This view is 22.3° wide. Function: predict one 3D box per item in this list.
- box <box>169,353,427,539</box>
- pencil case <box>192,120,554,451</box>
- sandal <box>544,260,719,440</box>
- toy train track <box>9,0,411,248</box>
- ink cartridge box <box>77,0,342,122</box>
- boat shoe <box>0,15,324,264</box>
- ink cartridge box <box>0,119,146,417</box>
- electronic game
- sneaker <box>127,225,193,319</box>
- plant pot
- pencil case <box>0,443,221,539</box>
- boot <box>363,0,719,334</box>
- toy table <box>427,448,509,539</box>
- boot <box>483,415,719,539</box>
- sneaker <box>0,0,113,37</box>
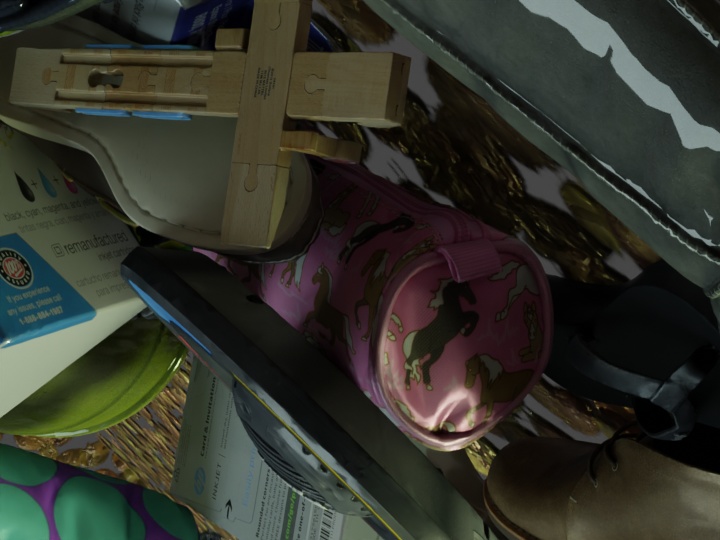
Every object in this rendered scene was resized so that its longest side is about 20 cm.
[{"bbox_3d":[-0.029,0.059,0.897,0.041,0.157,0.200,9,-177,-29],"label":"box"},{"bbox_3d":[0.000,0.000,0.737,0.087,0.083,0.200,50,172,-31],"label":"pencil case"},{"bbox_3d":[0.103,0.038,0.679,0.076,0.043,0.200,47,166,-11],"label":"sandal"},{"bbox_3d":[-0.056,-0.068,0.683,0.199,0.116,0.032,7,178,40],"label":"toy train track"},{"bbox_3d":[-0.105,-0.125,0.796,0.200,0.041,0.200,44,166,0],"label":"ink cartridge box"},{"bbox_3d":[-0.080,-0.049,0.748,0.199,0.072,0.060,27,169,40],"label":"boat shoe"},{"bbox_3d":[-0.217,-0.028,0.807,0.201,0.144,0.147,57,-158,5],"label":"ink cartridge box"},{"bbox_3d":[-0.018,0.064,0.706,0.200,0.042,0.200,43,173,7],"label":"electronic game"},{"bbox_3d":[-0.123,-0.054,0.933,0.085,0.078,0.201,9,-134,-55],"label":"sneaker"},{"bbox_3d":[-0.211,0.003,0.991,0.200,0.201,0.193,41,-167,11],"label":"plant pot"},{"bbox_3d":[-0.176,0.135,0.915,0.199,0.085,0.093,20,-150,-25],"label":"pencil case"},{"bbox_3d":[0.073,-0.032,0.510,0.199,0.073,0.182,33,150,15],"label":"boot"},{"bbox_3d":[0.033,0.143,0.949,0.117,0.185,0.200,31,153,-20],"label":"toy table"},{"bbox_3d":[0.118,0.086,0.755,0.199,0.073,0.076,10,130,54],"label":"boot"},{"bbox_3d":[-0.133,-0.119,0.670,0.199,0.081,0.074,-13,108,41],"label":"sneaker"}]
